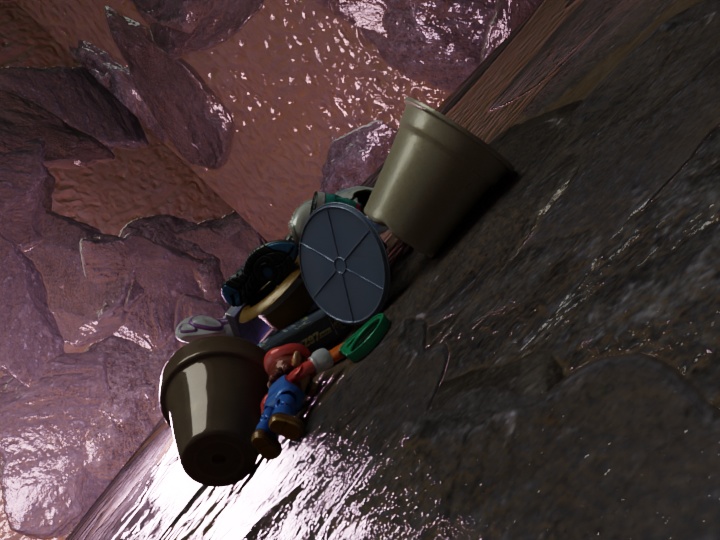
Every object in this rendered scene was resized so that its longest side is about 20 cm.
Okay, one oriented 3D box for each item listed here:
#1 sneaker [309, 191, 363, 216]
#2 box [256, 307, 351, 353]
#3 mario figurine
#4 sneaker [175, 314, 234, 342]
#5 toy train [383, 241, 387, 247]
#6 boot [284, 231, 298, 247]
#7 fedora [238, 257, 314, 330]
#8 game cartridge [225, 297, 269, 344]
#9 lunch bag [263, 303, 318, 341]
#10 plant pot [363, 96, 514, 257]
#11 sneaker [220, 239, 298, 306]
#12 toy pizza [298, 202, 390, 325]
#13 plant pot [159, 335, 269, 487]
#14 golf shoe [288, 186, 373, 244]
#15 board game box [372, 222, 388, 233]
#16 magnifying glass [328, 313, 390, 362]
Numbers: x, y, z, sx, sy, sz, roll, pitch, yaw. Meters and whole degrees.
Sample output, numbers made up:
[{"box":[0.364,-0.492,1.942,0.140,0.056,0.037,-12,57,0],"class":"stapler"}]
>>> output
[{"box":[-0.036,-0.056,1.366,0.201,0.118,0.085,107,167,-52],"class":"sneaker"},{"box":[-0.110,0.122,1.389,0.156,0.052,0.200,-30,4,-13],"class":"box"},{"box":[-0.095,0.189,1.143,0.121,0.107,0.201,-9,31,11],"class":"mario figurine"},{"box":[-0.305,0.145,1.603,0.199,0.074,0.101,2,-67,-55],"class":"sneaker"},{"box":[0.000,0.000,1.440,0.114,0.087,0.200,-36,8,14],"class":"toy train"},{"box":[-0.051,-0.085,1.630,0.201,0.075,0.153,-27,13,-21],"class":"boot"},{"box":[-0.146,0.055,1.503,0.200,0.082,0.201,-38,12,10],"class":"fedora"},{"box":[-0.205,0.064,1.634,0.201,0.038,0.131,-56,-27,-34],"class":"game cartridge"},{"box":[-0.149,0.134,1.629,0.201,0.075,0.160,-51,6,-25],"class":"lunch bag"},{"box":[0.104,-0.132,1.188,0.185,0.199,0.201,-57,7,6],"class":"plant pot"},{"box":[-0.191,-0.009,1.493,0.199,0.074,0.082,-32,12,31],"class":"sneaker"},{"box":[-0.024,-0.012,1.257,0.031,0.202,0.200,-19,-16,-46],"class":"toy pizza"},{"box":[-0.220,0.231,1.196,0.200,0.199,0.176,-45,26,18],"class":"plant pot"},{"box":[-0.046,-0.114,1.450,0.199,0.079,0.097,-33,13,-34],"class":"golf shoe"},{"box":[0.049,-0.104,1.476,0.198,0.042,0.199,-25,6,33],"class":"board game box"},{"box":[-0.014,0.116,1.173,0.080,0.022,0.199,-53,11,-32],"class":"magnifying glass"}]
